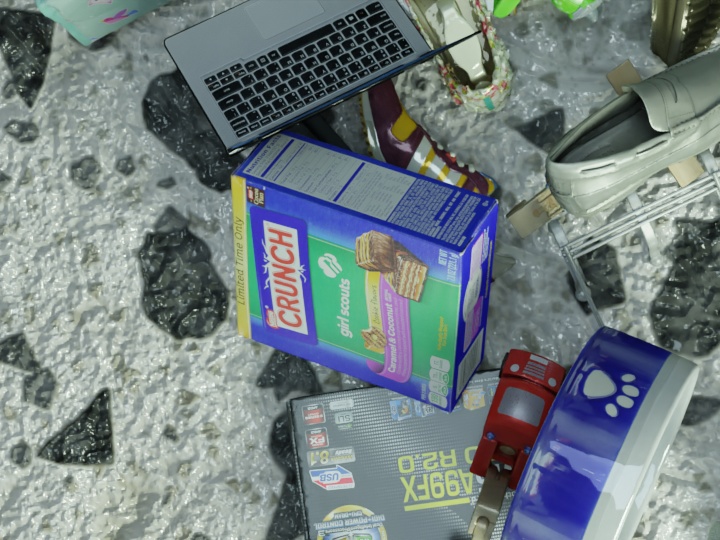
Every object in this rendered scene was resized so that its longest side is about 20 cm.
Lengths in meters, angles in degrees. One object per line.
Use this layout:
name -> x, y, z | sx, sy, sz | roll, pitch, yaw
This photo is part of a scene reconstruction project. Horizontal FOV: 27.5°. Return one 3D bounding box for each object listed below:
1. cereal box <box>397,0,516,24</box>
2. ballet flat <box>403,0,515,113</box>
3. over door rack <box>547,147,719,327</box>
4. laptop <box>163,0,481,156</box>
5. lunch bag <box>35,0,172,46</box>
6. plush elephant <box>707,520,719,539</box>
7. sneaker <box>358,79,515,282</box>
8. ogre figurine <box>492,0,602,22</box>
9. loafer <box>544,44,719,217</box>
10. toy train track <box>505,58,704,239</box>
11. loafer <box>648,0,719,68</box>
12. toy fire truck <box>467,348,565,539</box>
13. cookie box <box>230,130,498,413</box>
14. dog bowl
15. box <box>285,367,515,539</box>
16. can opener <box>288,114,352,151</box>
cereal box -> 0.027, -0.275, 1.249 | 0.197, 0.040, 0.146 | -8, 88, 8
ballet flat -> 0.069, -0.221, 1.192 | 0.075, 0.064, 0.201 | -30, 88, 9
over door rack -> 0.255, 0.019, 1.195 | 0.147, 0.067, 0.202 | -25, 97, 8
laptop -> -0.037, -0.177, 1.124 | 0.186, 0.116, 0.201 | -26, 63, -12
lunch bag -> -0.213, -0.324, 1.251 | 0.169, 0.122, 0.202 | -22, 76, 10
plush elephant -> 0.346, 0.221, 1.119 | 0.164, 0.155, 0.201 | -31, 84, 6
sneaker -> 0.063, -0.080, 1.222 | 0.089, 0.075, 0.202 | -19, 93, 8
ogre figurine -> 0.138, -0.271, 1.178 | 0.098, 0.199, 0.121 | -19, 52, 43
loafer -> 0.231, -0.119, 1.142 | 0.199, 0.070, 0.070 | -37, 52, -2
toy train track -> 0.205, -0.097, 1.210 | 0.199, 0.033, 0.115 | -37, 104, 5
loafer -> 0.257, -0.264, 1.185 | 0.067, 0.076, 0.202 | 20, 116, 39
toy fire truck -> 0.104, 0.162, 1.124 | 0.048, 0.201, 0.142 | 19, 62, 8
cookie box -> 0.000, 0.000, 1.166 | 0.198, 0.075, 0.173 | 19, 134, 20
dog bowl -> 0.178, 0.147, 1.097 | 0.078, 0.200, 0.202 | 23, 91, 16
box -> 0.047, 0.172, 1.225 | 0.197, 0.044, 0.162 | -8, 86, 8
can opener -> -0.060, -0.115, 1.258 | 0.200, 0.053, 0.067 | 44, 129, 10
